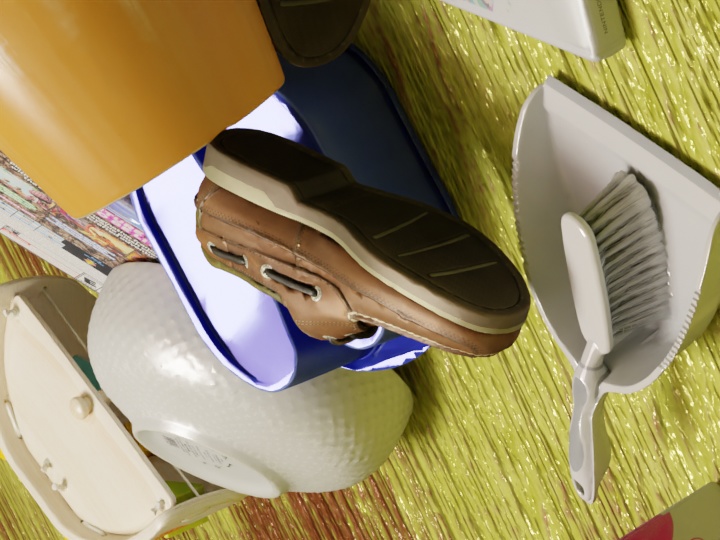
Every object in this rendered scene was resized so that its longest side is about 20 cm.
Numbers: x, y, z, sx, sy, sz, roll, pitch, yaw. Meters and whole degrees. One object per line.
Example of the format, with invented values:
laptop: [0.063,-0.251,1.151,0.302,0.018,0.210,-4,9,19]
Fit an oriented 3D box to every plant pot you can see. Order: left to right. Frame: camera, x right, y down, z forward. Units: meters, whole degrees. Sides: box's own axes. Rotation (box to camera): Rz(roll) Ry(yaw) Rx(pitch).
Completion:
plant pot: [-0.137,-0.133,1.368,0.183,0.200,0.200,57,159,-8]

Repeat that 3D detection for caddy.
caddy: [-0.030,-0.034,1.512,0.141,0.105,0.200,-26,93,34]

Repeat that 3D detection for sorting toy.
sorting toy: [-0.126,0.093,1.812,0.200,0.180,0.107,51,136,25]

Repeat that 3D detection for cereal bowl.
cereal bowl: [-0.073,0.076,1.660,0.200,0.083,0.200,21,164,6]

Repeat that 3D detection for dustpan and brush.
dustpan and brush: [0.115,0.025,1.337,0.140,0.057,0.200,39,150,44]

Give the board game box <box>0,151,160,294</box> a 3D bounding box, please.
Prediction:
board game box: [-0.139,-0.060,1.661,0.159,0.097,0.200,32,162,-13]

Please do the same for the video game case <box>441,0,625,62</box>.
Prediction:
video game case: [0.037,-0.199,1.287,0.200,0.024,0.182,29,142,53]

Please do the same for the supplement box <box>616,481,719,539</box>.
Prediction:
supplement box: [0.185,0.218,1.364,0.200,0.101,0.103,52,157,23]

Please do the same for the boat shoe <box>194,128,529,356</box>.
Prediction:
boat shoe: [0.000,0.000,1.386,0.200,0.072,0.068,33,120,36]

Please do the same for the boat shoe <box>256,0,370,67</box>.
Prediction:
boat shoe: [-0.040,-0.202,1.407,0.068,0.072,0.200,35,137,55]
